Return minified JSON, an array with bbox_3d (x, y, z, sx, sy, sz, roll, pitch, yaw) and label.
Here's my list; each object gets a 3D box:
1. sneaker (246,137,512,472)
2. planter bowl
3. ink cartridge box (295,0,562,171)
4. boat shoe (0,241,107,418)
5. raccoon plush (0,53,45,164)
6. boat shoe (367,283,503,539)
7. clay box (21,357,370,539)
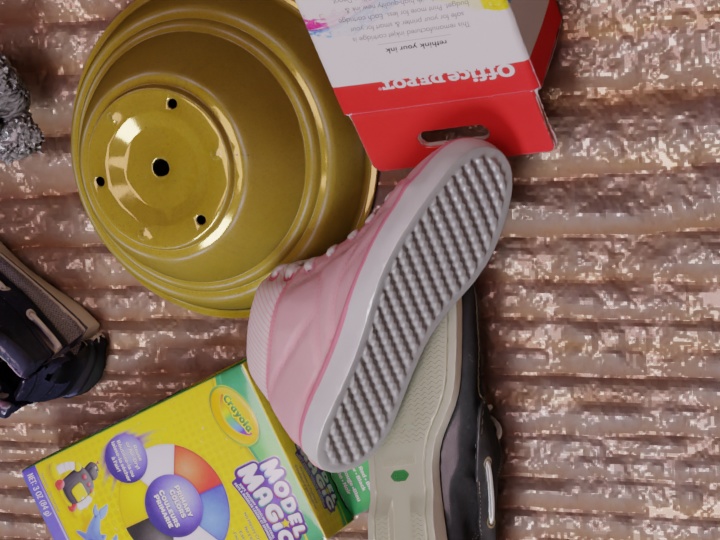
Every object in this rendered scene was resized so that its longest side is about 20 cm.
[{"bbox_3d":[0.000,0.000,1.238,0.105,0.075,0.201,43,112,42],"label":"sneaker"},{"bbox_3d":[-0.097,-0.064,1.284,0.199,0.083,0.202,5,102,23],"label":"planter bowl"},{"bbox_3d":[0.031,-0.153,1.192,0.115,0.067,0.201,-5,130,24],"label":"ink cartridge box"},{"bbox_3d":[-0.252,0.014,1.361,0.199,0.093,0.075,30,111,15],"label":"boat shoe"},{"bbox_3d":[-0.272,-0.055,1.321,0.133,0.097,0.201,9,62,33],"label":"raccoon plush"},{"bbox_3d":[0.046,0.095,1.271,0.072,0.067,0.202,0,87,48],"label":"boat shoe"},{"bbox_3d":[-0.093,0.128,1.341,0.199,0.048,0.115,-27,90,26],"label":"clay box"}]
